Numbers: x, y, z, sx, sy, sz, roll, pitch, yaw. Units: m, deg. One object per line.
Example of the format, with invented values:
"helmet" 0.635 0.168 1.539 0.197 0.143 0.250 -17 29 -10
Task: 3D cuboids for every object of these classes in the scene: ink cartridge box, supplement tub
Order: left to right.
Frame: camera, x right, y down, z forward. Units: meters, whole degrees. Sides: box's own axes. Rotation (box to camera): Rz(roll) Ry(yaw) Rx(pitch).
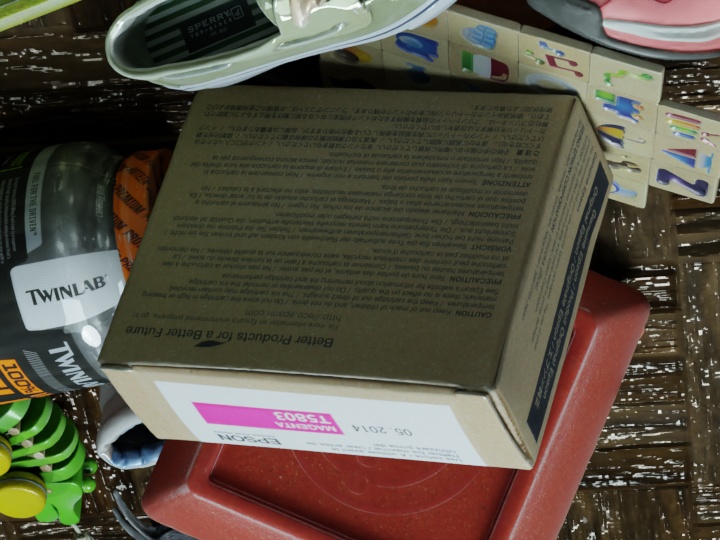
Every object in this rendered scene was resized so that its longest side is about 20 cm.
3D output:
"supplement tub" -0.179 0.005 1.491 0.200 0.123 0.123 -12 138 17
"ink cartridge box" 0.000 0.000 1.383 0.200 0.165 0.075 4 149 25

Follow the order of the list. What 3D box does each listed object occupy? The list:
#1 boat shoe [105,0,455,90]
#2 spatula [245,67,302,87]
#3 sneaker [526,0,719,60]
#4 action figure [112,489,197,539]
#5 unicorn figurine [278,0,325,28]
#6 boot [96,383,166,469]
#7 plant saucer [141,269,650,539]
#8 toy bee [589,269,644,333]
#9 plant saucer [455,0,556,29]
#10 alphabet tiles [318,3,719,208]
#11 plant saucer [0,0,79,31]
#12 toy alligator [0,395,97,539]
"boat shoe" -0.024 -0.123 1.309 0.200 0.062 0.072 -26 89 31
"spatula" -0.021 -0.077 1.459 0.200 0.021 0.057 28 162 -19
"sneaker" 0.170 -0.141 1.341 0.200 0.074 0.087 1 103 -12
"action figure" -0.043 0.169 1.699 0.200 0.102 0.119 3 152 -4
"unicorn figurine" -0.021 -0.215 1.241 0.137 0.074 0.200 -21 109 15
"boot" -0.050 0.045 1.552 0.200 0.096 0.074 -22 134 26
"plant saucer" 0.016 0.066 1.471 0.200 0.200 0.037 23 177 7
"toy bee" 0.053 0.069 1.530 0.131 0.200 0.109 16 161 43
"plant saucer" 0.036 -0.170 1.342 0.200 0.032 0.200 1 141 1
"alphabet tiles" 0.074 -0.080 1.396 0.200 0.006 0.166 17 162 9
"plant saucer" -0.176 -0.180 1.305 0.199 0.048 0.200 -18 127 23
"toy alligator" -0.173 0.107 1.661 0.054 0.059 0.200 -15 137 20
